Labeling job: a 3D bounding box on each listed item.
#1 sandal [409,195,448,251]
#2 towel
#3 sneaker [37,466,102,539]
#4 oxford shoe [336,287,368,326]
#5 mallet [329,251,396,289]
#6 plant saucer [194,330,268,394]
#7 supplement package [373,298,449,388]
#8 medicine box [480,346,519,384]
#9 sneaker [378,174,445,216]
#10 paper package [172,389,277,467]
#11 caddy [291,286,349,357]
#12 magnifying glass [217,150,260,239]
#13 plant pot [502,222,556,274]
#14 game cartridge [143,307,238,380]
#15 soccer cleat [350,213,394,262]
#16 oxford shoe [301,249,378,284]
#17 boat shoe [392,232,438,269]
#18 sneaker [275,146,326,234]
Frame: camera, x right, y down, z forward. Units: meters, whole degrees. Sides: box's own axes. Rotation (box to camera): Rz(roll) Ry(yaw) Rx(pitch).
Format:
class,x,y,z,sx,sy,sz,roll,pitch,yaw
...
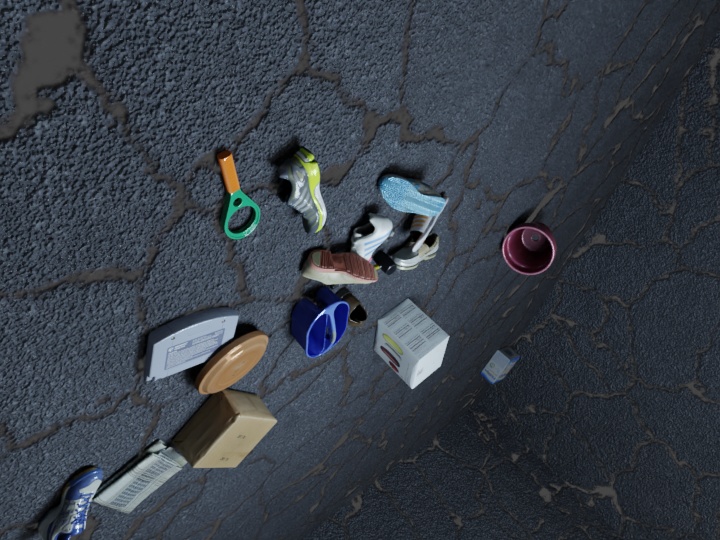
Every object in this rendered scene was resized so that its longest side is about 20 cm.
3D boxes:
class,x,y,z,sx,sy,sz,roll,pitch,yaw
sandal,0.177,-0.139,1.542,0.207,0.059,0.079,-57,177,-29
towel,-0.537,0.518,1.372,0.200,0.035,0.193,-40,151,-18
sneaker,-0.616,0.524,1.206,0.201,0.088,0.075,-54,150,8
oxford shoe,-0.016,0.128,1.570,0.073,0.084,0.200,-46,155,-7
mallet,0.000,0.000,1.487,0.198,0.066,0.041,-17,141,-22
plant saucer,-0.295,0.221,1.296,0.200,0.032,0.201,-39,164,-14
supplement package,0.166,0.246,1.861,0.147,0.200,0.192,-32,148,-27
medicine box,0.869,0.587,3.438,0.182,0.103,0.201,-2,128,-54
sneaker,0.115,-0.191,1.361,0.199,0.081,0.077,16,117,-39
paper package,-0.347,0.413,1.438,0.191,0.103,0.200,-47,154,2
caddy,-0.099,0.142,1.438,0.141,0.105,0.201,-31,148,-31
magnifying glass,-0.226,-0.132,0.996,0.079,0.022,0.201,-35,152,-23
plant pot,0.679,-0.105,2.183,0.179,0.199,0.201,-37,155,-53
game cartridge,-0.353,0.147,1.157,0.199,0.041,0.134,-18,144,-45
soccer cleat,0.001,-0.063,1.381,0.086,0.070,0.200,21,121,-29
oxford shoe,-0.050,0.000,1.338,0.199,0.071,0.074,15,141,-29
boat shoe,0.159,-0.061,1.600,0.199,0.074,0.069,-27,141,-48
sneaker,-0.122,-0.146,1.087,0.081,0.074,0.201,-29,141,-19
